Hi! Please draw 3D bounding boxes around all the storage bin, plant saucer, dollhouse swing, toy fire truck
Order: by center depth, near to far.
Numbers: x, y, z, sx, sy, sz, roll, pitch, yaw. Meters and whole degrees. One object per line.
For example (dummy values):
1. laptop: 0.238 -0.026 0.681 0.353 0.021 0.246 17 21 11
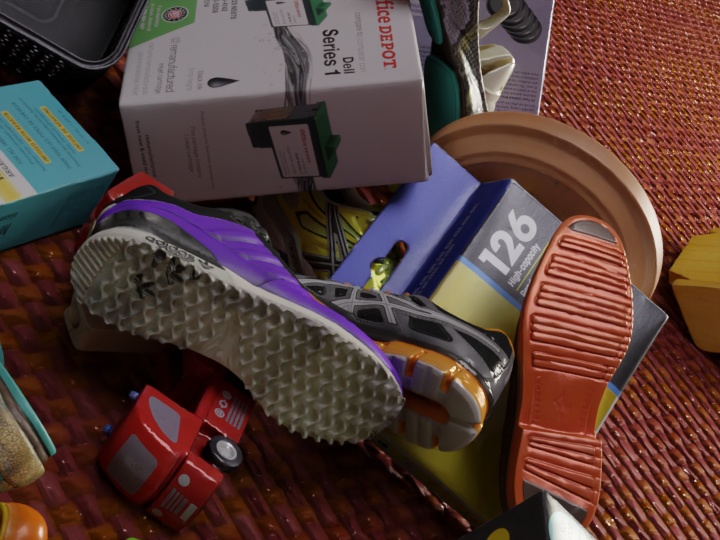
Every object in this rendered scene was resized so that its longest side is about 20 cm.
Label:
1. toy fire truck: -0.117 0.039 0.749 0.140 0.049 0.201 36 31 -9
2. storage bin: -0.230 -0.220 0.848 0.198 0.093 0.137 29 76 -21
3. plant saucer: 0.117 -0.020 0.952 0.200 0.200 0.032 38 47 -4
4. dollhouse swing: 0.410 0.072 1.328 0.179 0.179 0.200 5 20 24

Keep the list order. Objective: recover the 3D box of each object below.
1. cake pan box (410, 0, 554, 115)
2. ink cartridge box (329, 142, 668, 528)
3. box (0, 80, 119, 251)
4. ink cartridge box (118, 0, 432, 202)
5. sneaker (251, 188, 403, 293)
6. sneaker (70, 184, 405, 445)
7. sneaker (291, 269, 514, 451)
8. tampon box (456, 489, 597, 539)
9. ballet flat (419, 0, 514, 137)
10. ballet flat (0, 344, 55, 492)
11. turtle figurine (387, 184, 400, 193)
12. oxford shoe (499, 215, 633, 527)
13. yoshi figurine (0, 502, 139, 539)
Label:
1. cake pan box: 0.045 -0.161 1.014 0.197 0.187 0.052 4 7 -10
2. ink cartridge box: 0.077 0.043 0.866 0.199 0.047 0.198 40 69 -6
3. box: -0.230 -0.050 0.734 0.082 0.049 0.199 46 30 9
4. ink cartridge box: -0.055 -0.125 0.901 0.197 0.085 0.147 -6 39 0
5. sneaker: 0.000 0.000 0.907 0.201 0.076 0.075 53 30 17
6. sneaker: -0.057 0.013 0.732 0.199 0.070 0.100 33 29 -16
7. sneaker: 0.003 0.042 0.800 0.198 0.079 0.077 25 40 28
8. tampon box: 0.102 0.236 0.620 0.200 0.126 0.151 43 27 -27
9. ballet flat: 0.076 -0.160 0.936 0.071 0.202 0.072 -6 36 5
10. ballet flat: -0.197 0.046 0.616 0.070 0.071 0.200 19 14 -33
11. turtle figurine: 0.101 -0.066 1.121 0.159 0.064 0.203 5 60 -32
12. oxford shoe: 0.116 0.065 0.810 0.070 0.073 0.203 17 74 -9
13. yoshi figurine: -0.084 0.148 0.591 0.199 0.112 0.113 29 25 -26
